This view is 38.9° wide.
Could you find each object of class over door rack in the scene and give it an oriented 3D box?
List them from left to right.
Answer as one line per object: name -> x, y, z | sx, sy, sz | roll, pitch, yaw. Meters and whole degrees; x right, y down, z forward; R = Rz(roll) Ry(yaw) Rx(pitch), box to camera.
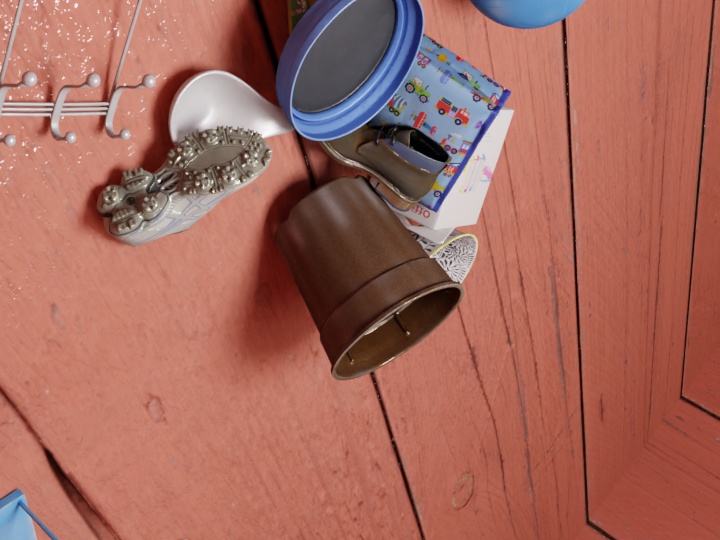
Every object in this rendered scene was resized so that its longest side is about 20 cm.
over door rack -> -0.261, -0.213, 0.952 | 0.147, 0.066, 0.203 | -12, 123, -50

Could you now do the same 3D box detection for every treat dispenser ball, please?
treat dispenser ball -> 0.220, -0.419, 1.326 | 0.200, 0.199, 0.204 | -33, 138, -35

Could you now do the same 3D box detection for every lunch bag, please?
lunch bag -> 0.076, -0.178, 1.317 | 0.201, 0.149, 0.094 | -58, 177, 32

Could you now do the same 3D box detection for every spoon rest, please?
spoon rest -> -0.135, -0.179, 1.153 | 0.198, 0.060, 0.101 | -14, 128, -49

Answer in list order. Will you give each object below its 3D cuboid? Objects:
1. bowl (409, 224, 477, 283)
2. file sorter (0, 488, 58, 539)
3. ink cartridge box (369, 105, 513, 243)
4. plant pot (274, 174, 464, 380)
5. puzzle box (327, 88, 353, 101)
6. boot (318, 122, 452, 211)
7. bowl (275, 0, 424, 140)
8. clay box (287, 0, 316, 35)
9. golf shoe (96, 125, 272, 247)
bowl -> 0.075, -0.003, 1.522 | 0.200, 0.094, 0.202 | -39, 157, -20
file sorter -> -0.421, 0.376, 1.128 | 0.199, 0.122, 0.141 | -32, 137, -35
ink cartridge box -> 0.107, -0.154, 1.438 | 0.124, 0.127, 0.203 | -10, 123, -53
plant pot -> 0.000, 0.000, 1.307 | 0.198, 0.200, 0.201 | -29, 161, -11
puzzle box -> 0.009, -0.300, 1.206 | 0.132, 0.025, 0.203 | 9, 110, -59
boot -> 0.022, -0.168, 1.268 | 0.097, 0.199, 0.075 | -36, -156, 39
bowl -> -0.013, -0.240, 1.145 | 0.199, 0.039, 0.202 | -36, 153, -21
clay box -> -0.022, -0.346, 1.192 | 0.199, 0.047, 0.116 | -35, 142, -33
golf shoe -> -0.188, -0.089, 1.118 | 0.197, 0.079, 0.098 | -24, 160, -8
